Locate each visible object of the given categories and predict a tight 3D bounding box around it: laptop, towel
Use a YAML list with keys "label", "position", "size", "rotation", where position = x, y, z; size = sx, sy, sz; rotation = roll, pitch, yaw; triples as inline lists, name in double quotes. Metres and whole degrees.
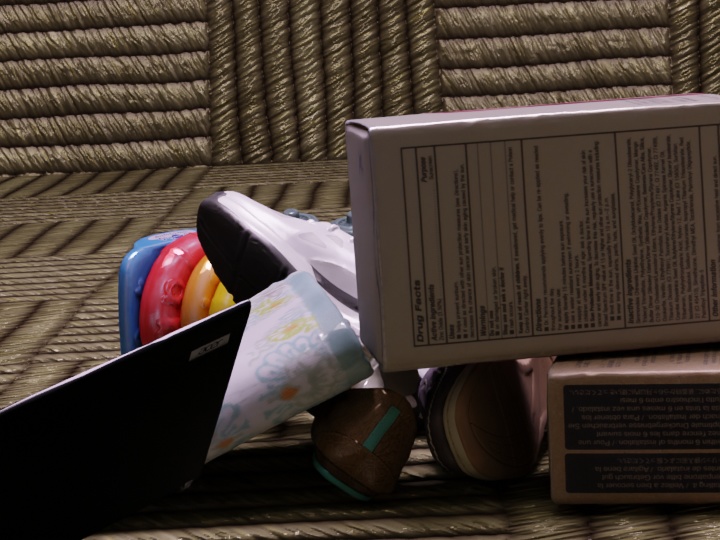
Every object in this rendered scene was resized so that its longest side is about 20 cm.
- label: "laptop"
  position: [-0.168, 0.083, 1.088]
  size: [0.177, 0.103, 0.200]
  rotation: [-24, 19, -39]
- label: "towel"
  position: [-0.083, 0.068, 1.301]
  size: [0.171, 0.048, 0.200]
  rotation: [-31, 9, -2]

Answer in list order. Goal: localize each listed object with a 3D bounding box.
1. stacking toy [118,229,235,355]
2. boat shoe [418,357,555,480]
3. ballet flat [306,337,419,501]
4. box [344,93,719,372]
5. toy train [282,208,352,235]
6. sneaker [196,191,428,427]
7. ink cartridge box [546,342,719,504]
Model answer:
- label: "stacking toy"
  position: [-0.055, 0.034, 1.526]
  size: [0.200, 0.110, 0.116]
  rotation: [5, 11, 36]
- label: "boat shoe"
  position: [0.065, 0.075, 1.316]
  size: [0.065, 0.072, 0.200]
  rotation: [-14, 10, 20]
- label: "ballet flat"
  position: [0.004, 0.071, 1.308]
  size: [0.068, 0.072, 0.200]
  rotation: [35, 5, -6]
- label: "box"
  position: [0.098, -0.023, 1.244]
  size: [0.200, 0.128, 0.109]
  rotation: [-4, 7, -6]
- label: "toy train"
  position: [-0.006, 0.003, 1.865]
  size: [0.200, 0.085, 0.114]
  rotation: [0, 20, 7]
- label: "sneaker"
  position: [0.000, 0.000, 1.456]
  size: [0.200, 0.076, 0.115]
  rotation: [38, 57, 12]
- label: "ink cartridge box"
  position: [0.190, 0.070, 1.262]
  size: [0.164, 0.075, 0.200]
  rotation: [0, 7, 11]
